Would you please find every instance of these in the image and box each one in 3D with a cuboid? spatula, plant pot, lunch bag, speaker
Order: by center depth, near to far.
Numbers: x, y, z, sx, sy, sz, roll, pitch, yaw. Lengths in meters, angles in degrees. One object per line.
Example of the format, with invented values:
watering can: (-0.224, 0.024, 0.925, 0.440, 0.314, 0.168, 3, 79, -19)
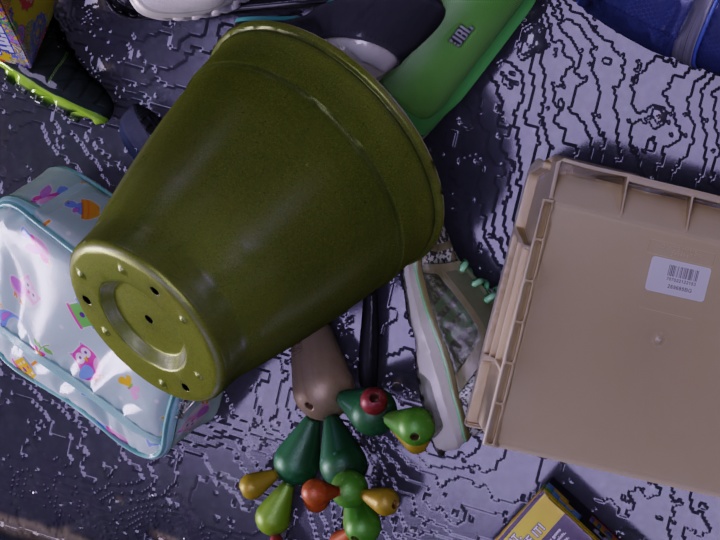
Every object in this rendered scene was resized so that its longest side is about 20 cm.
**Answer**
plant pot: (-0.080, -0.023, 1.356, 0.200, 0.201, 0.193, 40, 59, 6)
lunch bag: (0.241, -0.233, 1.371, 0.131, 0.136, 0.201, 26, 100, 9)
speaker: (0.058, -0.177, 1.447, 0.088, 0.088, 0.201, 39, 103, 6)
lunch bag: (-0.182, 0.037, 1.496, 0.199, 0.077, 0.161, 35, 131, 20)
spatula: (0.000, 0.000, 1.499, 0.020, 0.057, 0.202, -9, 104, -10)

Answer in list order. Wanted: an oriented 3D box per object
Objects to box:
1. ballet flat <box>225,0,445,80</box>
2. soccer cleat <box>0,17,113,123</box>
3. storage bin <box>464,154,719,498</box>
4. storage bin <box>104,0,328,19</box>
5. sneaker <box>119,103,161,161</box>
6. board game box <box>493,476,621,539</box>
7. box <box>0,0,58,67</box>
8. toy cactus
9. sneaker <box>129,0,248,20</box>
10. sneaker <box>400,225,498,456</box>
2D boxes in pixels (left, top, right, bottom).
ballet flat: (-0.021, -0.143, 1.399, 0.199, 0.073, 0.074, -4, 96, 46)
soccer cleat: (-0.252, -0.184, 1.524, 0.199, 0.068, 0.081, 37, 90, 7)
storage bin: (0.192, 0.039, 1.408, 0.198, 0.094, 0.201, 13, 97, -4)
storage bin: (-0.079, -0.250, 1.467, 0.198, 0.094, 0.137, -4, 95, 14)
sneaker: (-0.134, -0.021, 1.517, 0.082, 0.070, 0.201, -32, 86, 16)
board game box: (0.131, 0.278, 1.495, 0.165, 0.057, 0.200, 43, 104, 8)
box: (-0.295, -0.274, 1.458, 0.191, 0.122, 0.202, 14, 68, 12)
toy cactus: (-0.027, 0.119, 1.488, 0.200, 0.101, 0.166, -47, 51, 51)
sneaker: (-0.071, -0.218, 1.381, 0.198, 0.081, 0.076, -18, 94, 16)
sneaker: (0.076, 0.027, 1.481, 0.088, 0.077, 0.202, -9, 99, 1)
